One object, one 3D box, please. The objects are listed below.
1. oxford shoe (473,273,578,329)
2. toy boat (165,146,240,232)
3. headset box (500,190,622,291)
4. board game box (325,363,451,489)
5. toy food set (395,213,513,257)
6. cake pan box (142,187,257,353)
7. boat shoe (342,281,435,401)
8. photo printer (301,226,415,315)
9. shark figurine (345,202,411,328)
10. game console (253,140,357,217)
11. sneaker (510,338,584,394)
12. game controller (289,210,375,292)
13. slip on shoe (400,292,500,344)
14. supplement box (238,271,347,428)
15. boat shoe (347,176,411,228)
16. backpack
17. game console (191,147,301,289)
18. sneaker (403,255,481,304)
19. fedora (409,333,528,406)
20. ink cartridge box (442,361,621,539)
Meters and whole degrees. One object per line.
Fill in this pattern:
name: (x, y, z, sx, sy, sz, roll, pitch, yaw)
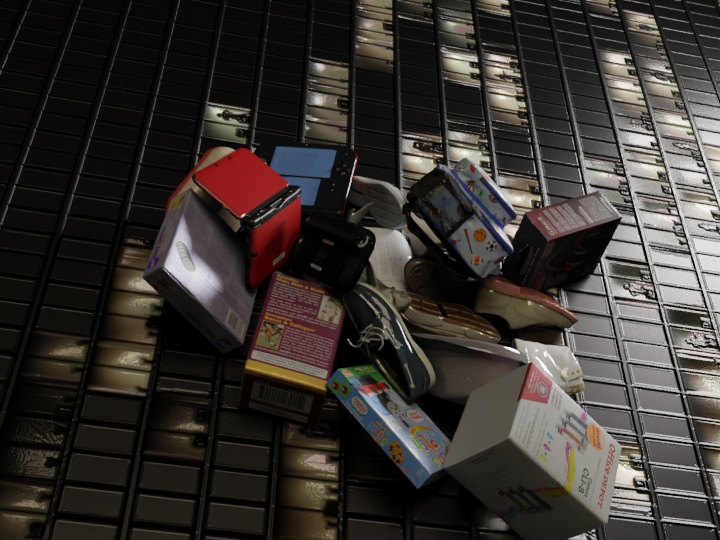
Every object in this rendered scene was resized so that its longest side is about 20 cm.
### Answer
oxford shoe: (0.281, 0.068, 1.730, 0.197, 0.075, 0.071, 21, 8, -16)
toy boat: (-0.270, -0.118, 1.716, 0.129, 0.131, 0.201, 2, 48, 41)
headset box: (0.347, -0.044, 1.785, 0.197, 0.150, 0.075, -16, 53, -29)
board game box: (0.054, 0.222, 1.470, 0.200, 0.037, 0.151, 48, 17, 18)
toy food set: (0.162, -0.066, 1.818, 0.196, 0.061, 0.144, -8, 33, -23)
cake pan box: (-0.236, 0.002, 1.568, 0.200, 0.052, 0.186, 47, 36, -32)
boat shoe: (0.032, 0.108, 1.521, 0.061, 0.075, 0.202, -28, 82, -43)
photo printer: (0.000, 0.000, 1.702, 0.196, 0.070, 0.168, 3, 49, -13)
shark figurine: (0.020, 0.005, 1.619, 0.088, 0.129, 0.217, 2, 49, -39)
game console: (-0.112, -0.167, 1.824, 0.196, 0.031, 0.179, 5, 45, 10)
sneaker: (0.309, 0.193, 1.608, 0.113, 0.074, 0.202, 5, 46, -7)
game controller: (-0.048, -0.033, 1.594, 0.042, 0.106, 0.199, 18, 4, -34)
slip on shoe: (0.139, 0.096, 1.663, 0.197, 0.061, 0.076, 16, 29, -28)
supplement box: (-0.101, 0.119, 1.541, 0.128, 0.104, 0.202, 15, 47, 0)
boat shoe: (0.046, -0.130, 1.799, 0.066, 0.075, 0.200, -3, 25, -31)
backpack: (0.172, -0.085, 1.648, 0.192, 0.153, 0.200, 56, 12, -5)
game console: (-0.185, -0.089, 1.652, 0.117, 0.176, 0.200, 11, 23, 17)
sneaker: (0.132, 0.009, 1.706, 0.198, 0.071, 0.076, 19, 20, -43)
fedora: (0.163, 0.162, 1.565, 0.196, 0.177, 0.092, 7, 77, 22)
ink cartridge box: (0.248, 0.266, 1.427, 0.200, 0.144, 0.146, 42, 45, -14)
